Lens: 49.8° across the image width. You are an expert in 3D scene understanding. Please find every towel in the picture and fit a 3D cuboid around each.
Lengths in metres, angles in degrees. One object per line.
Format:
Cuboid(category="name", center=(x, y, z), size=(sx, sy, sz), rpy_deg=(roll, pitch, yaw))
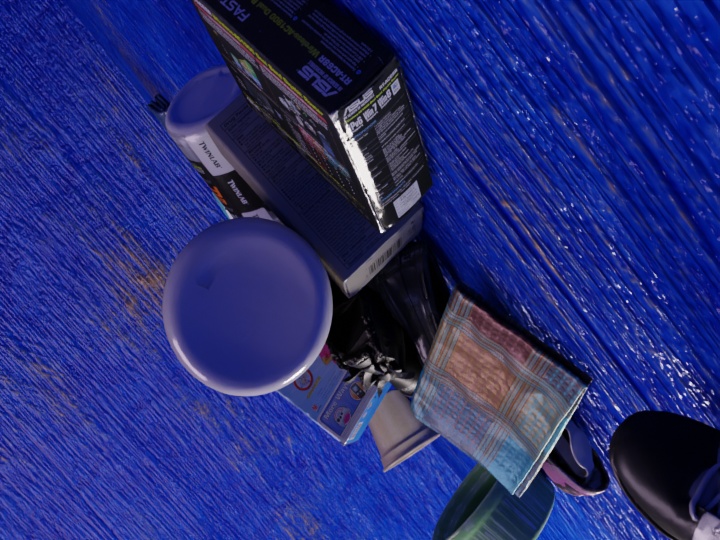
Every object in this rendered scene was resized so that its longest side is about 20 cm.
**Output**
Cuboid(category="towel", center=(-0.501, -0.382, 2.130), size=(0.111, 0.048, 0.201), rpy_deg=(40, 168, 46))
Cuboid(category="towel", center=(0.120, 0.117, 0.722), size=(0.146, 0.022, 0.202), rpy_deg=(36, 143, 20))

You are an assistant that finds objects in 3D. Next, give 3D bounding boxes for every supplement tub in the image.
Cuboid(category="supplement tub", center=(-0.138, -0.139, 0.950), size=(0.122, 0.122, 0.201), rpy_deg=(40, 168, 46))
Cuboid(category="supplement tub", center=(-0.106, 0.027, 0.722), size=(0.146, 0.145, 0.200), rpy_deg=(49, 174, -8))

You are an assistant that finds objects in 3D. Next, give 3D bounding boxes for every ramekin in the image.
Cuboid(category="ramekin", center=(0.206, 0.368, 1.184), size=(0.097, 0.201, 0.200), rpy_deg=(39, 172, 4))

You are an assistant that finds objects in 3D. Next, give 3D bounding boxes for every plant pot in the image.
Cuboid(category="plant pot", center=(0.105, 0.454, 2.271), size=(0.186, 0.198, 0.201), rpy_deg=(58, 175, 15))

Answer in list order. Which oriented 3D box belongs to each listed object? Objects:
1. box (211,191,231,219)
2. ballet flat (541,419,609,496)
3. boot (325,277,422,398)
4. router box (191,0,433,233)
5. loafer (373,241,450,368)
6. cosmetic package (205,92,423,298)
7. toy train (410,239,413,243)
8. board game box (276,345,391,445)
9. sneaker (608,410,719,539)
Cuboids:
Cuboid(category="box", center=(-0.301, -0.171, 1.873), size=(0.049, 0.082, 0.200), rpy_deg=(47, 172, 6))
Cuboid(category="ballet flat", center=(0.178, 0.145, 0.767), size=(0.201, 0.069, 0.071), rpy_deg=(48, 155, -7))
Cuboid(category="boot", center=(0.012, 0.040, 0.831), size=(0.162, 0.072, 0.202), rpy_deg=(32, -145, -52))
Cuboid(category="router box", center=(-0.039, -0.142, 0.590), size=(0.200, 0.062, 0.150), rpy_deg=(45, 172, 29))
Cuboid(category="loafer", center=(0.085, 0.056, 0.796), size=(0.202, 0.069, 0.069), rpy_deg=(57, -150, -27))
Cuboid(category="cosmetic package", center=(-0.042, -0.086, 0.731), size=(0.201, 0.103, 0.073), rpy_deg=(48, 173, 13))
Cuboid(category="toy train", center=(-0.002, -0.064, 0.816), size=(0.201, 0.046, 0.034), rpy_deg=(50, 172, -4))
Cuboid(category="board game box", center=(-0.036, 0.076, 0.981), size=(0.194, 0.203, 0.056), rpy_deg=(34, -174, 19))
Cuboid(category="sneaker", center=(0.230, 0.143, 0.420), size=(0.198, 0.075, 0.089), rpy_deg=(37, 169, 17))
